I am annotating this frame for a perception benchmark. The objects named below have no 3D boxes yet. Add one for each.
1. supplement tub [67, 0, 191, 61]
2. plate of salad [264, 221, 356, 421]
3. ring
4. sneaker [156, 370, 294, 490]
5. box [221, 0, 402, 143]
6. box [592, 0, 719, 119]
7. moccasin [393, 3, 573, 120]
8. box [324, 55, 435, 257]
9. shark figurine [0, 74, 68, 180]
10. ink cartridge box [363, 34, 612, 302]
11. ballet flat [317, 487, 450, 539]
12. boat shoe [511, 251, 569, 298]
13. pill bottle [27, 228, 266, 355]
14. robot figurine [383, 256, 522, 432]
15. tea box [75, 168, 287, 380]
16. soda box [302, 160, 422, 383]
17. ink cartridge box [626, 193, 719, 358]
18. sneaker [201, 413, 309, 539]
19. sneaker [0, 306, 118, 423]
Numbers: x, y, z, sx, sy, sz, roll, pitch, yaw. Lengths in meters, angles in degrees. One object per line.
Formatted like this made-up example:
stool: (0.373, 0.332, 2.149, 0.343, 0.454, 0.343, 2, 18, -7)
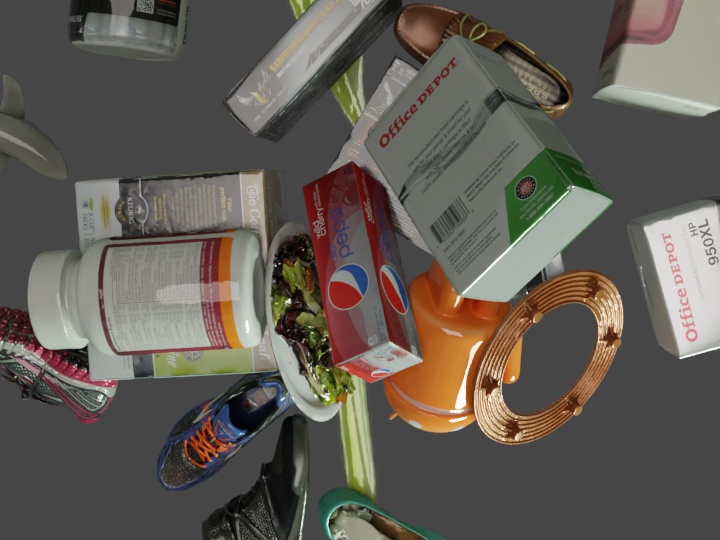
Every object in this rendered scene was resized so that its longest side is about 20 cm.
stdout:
supplement tub: (-0.231, -0.323, 1.014, 0.121, 0.123, 0.202, 7, 95, 4)
plate of salad: (-0.041, 0.049, 0.988, 0.048, 0.200, 0.202, -10, 94, 21)
ring: (0.195, 0.092, 0.997, 0.199, 0.019, 0.202, -19, 127, -27)
sneaker: (-0.147, 0.165, 1.065, 0.200, 0.078, 0.075, -43, 89, 6)
box: (-0.042, -0.217, 0.989, 0.048, 0.158, 0.200, 44, 96, -2)
box: (0.311, -0.262, 0.975, 0.108, 0.128, 0.202, 13, 95, 3)
moccasin: (0.126, -0.215, 1.017, 0.201, 0.078, 0.074, 34, 96, 1)
box: (0.081, -0.105, 1.042, 0.199, 0.050, 0.158, 31, 96, 2)
shark figurine: (-0.435, -0.140, 1.062, 0.213, 0.090, 0.129, -12, 92, 3)
ink cartridge box: (0.111, -0.094, 0.913, 0.147, 0.083, 0.201, -46, 58, 28)
ballet flat: (0.040, 0.303, 1.065, 0.199, 0.070, 0.068, 28, 95, 1)
boat shoe: (0.152, -0.067, 0.978, 0.070, 0.072, 0.202, -14, 91, 9)
pill bottle: (-0.191, 0.022, 0.908, 0.198, 0.110, 0.111, -4, 94, 5)
robot figurine: (0.089, 0.081, 1.006, 0.116, 0.143, 0.201, 34, 127, 29)
tea box: (-0.175, 0.000, 1.027, 0.195, 0.134, 0.202, -2, 95, 5)
soda box: (0.000, 0.000, 0.952, 0.063, 0.070, 0.201, -25, 58, 23)
ink cartridge box: (0.392, -0.008, 1.009, 0.198, 0.084, 0.146, -17, 92, 6)
sneaker: (-0.112, 0.250, 1.070, 0.113, 0.076, 0.201, 10, 100, -3)
sneaker: (-0.362, 0.101, 1.077, 0.199, 0.081, 0.075, 25, 108, 6)
